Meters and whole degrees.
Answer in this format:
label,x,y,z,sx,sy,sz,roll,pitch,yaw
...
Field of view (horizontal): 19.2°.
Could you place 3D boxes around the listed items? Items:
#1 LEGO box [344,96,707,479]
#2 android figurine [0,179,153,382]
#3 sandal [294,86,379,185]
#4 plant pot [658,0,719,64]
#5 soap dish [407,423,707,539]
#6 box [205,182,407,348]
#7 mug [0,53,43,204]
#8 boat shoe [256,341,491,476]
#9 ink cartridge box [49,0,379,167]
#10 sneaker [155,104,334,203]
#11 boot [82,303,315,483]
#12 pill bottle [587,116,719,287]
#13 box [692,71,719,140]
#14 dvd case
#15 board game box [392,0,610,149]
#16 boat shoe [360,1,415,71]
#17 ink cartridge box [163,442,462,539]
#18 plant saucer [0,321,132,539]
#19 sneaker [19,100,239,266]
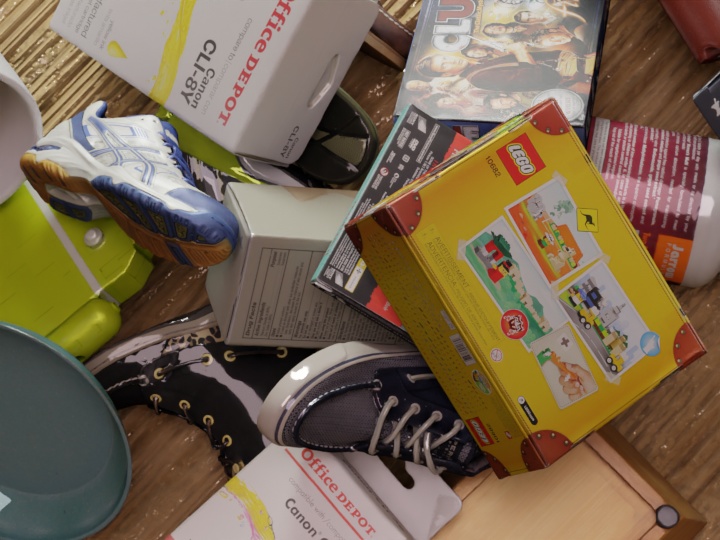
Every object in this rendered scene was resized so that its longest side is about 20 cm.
label,x,y,z,sx,sy,sz,roll,pitch,yaw
LEGO box,0.109,0.012,1.397,0.149,0.077,0.200,-32,93,-24
android figurine,-0.232,-0.005,1.551,0.200,0.041,0.182,-38,58,5
sandal,-0.057,-0.139,1.590,0.080,0.057,0.201,-45,72,19
plant pot,0.269,-0.269,1.546,0.201,0.201,0.195,-27,87,-3
soap dish,0.122,0.189,1.504,0.200,0.081,0.157,-43,80,-7
box,0.000,0.000,1.496,0.200,0.078,0.095,5,121,-20
mug,-0.335,-0.140,1.538,0.149,0.187,0.153,-45,47,17
boat shoe,0.028,0.098,1.416,0.093,0.200,0.075,38,121,30
ink cartridge box,-0.107,-0.187,1.537,0.200,0.083,0.145,35,104,27
sneaker,-0.077,-0.045,1.574,0.200,0.074,0.081,31,100,8
boot,-0.110,0.110,1.537,0.200,0.073,0.151,-23,78,-8
pill bottle,0.208,-0.048,1.535,0.200,0.110,0.110,11,79,5
box,0.355,-0.144,1.484,0.200,0.148,0.104,-26,76,-41
dvd case,0.083,-0.002,1.450,0.200,0.022,0.146,30,73,-9
board game box,0.106,-0.160,1.538,0.135,0.035,0.200,3,45,11
boat shoe,-0.033,-0.228,1.600,0.200,0.070,0.070,36,86,9
ink cartridge box,-0.041,0.183,1.448,0.200,0.067,0.116,-43,73,0
plant saucer,-0.249,0.108,1.509,0.200,0.200,0.036,20,37,6
sneaker,-0.148,-0.070,1.477,0.200,0.075,0.088,25,62,36
